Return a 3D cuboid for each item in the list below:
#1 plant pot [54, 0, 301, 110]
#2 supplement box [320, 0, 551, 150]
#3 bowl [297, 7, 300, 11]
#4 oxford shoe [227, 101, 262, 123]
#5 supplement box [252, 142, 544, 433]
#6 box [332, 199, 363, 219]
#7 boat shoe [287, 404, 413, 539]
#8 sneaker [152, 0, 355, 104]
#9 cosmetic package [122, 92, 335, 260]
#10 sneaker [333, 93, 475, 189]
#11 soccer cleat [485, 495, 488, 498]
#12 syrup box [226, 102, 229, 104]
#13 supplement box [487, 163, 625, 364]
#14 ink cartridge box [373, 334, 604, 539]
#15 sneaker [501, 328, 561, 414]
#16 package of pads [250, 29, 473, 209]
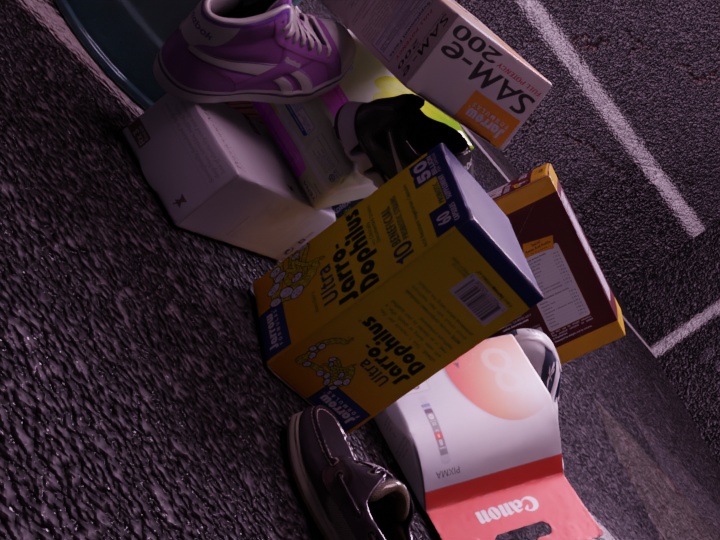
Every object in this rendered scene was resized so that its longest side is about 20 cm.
[{"bbox_3d":[-0.147,-0.269,1.140,0.200,0.196,0.200,49,14,-16],"label":"plant pot"},{"bbox_3d":[0.058,-0.201,1.074,0.126,0.074,0.200,27,18,-40],"label":"supplement box"},{"bbox_3d":[-0.128,-0.299,1.497,0.201,0.094,0.201,50,13,-17],"label":"bowl"},{"bbox_3d":[-0.077,-0.161,1.270,0.200,0.070,0.075,-53,140,-39],"label":"oxford shoe"},{"bbox_3d":[0.026,0.016,1.002,0.109,0.199,0.109,43,18,-35],"label":"supplement box"},{"bbox_3d":[0.009,-0.102,1.349,0.125,0.148,0.200,55,13,10],"label":"box"},{"bbox_3d":[0.006,0.166,0.855,0.072,0.065,0.201,39,19,-41],"label":"boat shoe"},{"bbox_3d":[-0.059,-0.191,1.001,0.200,0.114,0.073,-19,70,-45],"label":"sneaker"},{"bbox_3d":[-0.106,-0.080,1.073,0.102,0.074,0.200,57,13,18],"label":"cosmetic package"},{"bbox_3d":[0.066,-0.069,1.054,0.200,0.090,0.067,52,45,-22],"label":"sneaker"},{"bbox_3d":[0.088,0.164,1.171,0.069,0.072,0.201,75,11,-49],"label":"soccer cleat"},{"bbox_3d":[-0.111,-0.212,1.367,0.200,0.079,0.082,42,17,-41],"label":"syrup box"},{"bbox_3d":[0.174,0.012,1.455,0.201,0.196,0.133,64,13,-5],"label":"supplement box"},{"bbox_3d":[0.111,0.155,1.094,0.161,0.050,0.201,-9,51,-32],"label":"ink cartridge box"},{"bbox_3d":[0.174,0.167,1.292,0.130,0.079,0.200,-97,-172,-49],"label":"sneaker"},{"bbox_3d":[-0.005,-0.147,1.153,0.199,0.068,0.155,-16,70,-50],"label":"package of pads"}]
